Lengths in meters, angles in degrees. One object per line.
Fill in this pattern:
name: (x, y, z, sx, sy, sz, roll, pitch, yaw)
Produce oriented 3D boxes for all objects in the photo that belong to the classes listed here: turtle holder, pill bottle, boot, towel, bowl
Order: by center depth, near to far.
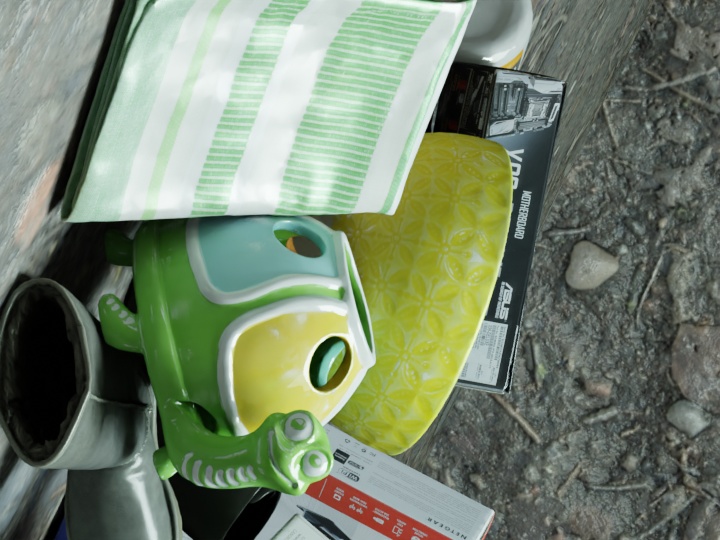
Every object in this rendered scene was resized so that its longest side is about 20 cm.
towel: (-0.045, -0.088, 1.311, 0.200, 0.023, 0.153, -3, 128, -34)
turtle holder: (-0.064, 0.036, 1.367, 0.186, 0.132, 0.141, -85, 161, -78)
boot: (-0.146, 0.101, 1.380, 0.200, 0.073, 0.182, 94, -14, -85)
bowl: (0.000, 0.000, 1.504, 0.200, 0.108, 0.200, -161, -90, -76)
boot: (-0.080, 0.068, 1.534, 0.077, 0.138, 0.200, -3, 121, -54)
pill bottle: (0.048, -0.129, 1.804, 0.116, 0.116, 0.200, -56, 169, -36)

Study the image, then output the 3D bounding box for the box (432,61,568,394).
box: (0.074, -0.032, 1.631, 0.158, 0.050, 0.200, -147, -113, -79)

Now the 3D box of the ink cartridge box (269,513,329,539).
ink cartridge box: (-0.106, 0.257, 1.523, 0.200, 0.045, 0.176, -43, 168, -38)

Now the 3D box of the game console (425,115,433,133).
game console: (-0.022, -0.020, 1.656, 0.119, 0.172, 0.200, -138, -126, -59)

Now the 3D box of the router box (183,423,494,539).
router box: (-0.029, 0.196, 1.763, 0.049, 0.200, 0.180, -54, 168, -53)

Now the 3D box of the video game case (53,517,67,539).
video game case: (-0.134, 0.113, 1.709, 0.200, 0.045, 0.181, -64, 173, 10)
